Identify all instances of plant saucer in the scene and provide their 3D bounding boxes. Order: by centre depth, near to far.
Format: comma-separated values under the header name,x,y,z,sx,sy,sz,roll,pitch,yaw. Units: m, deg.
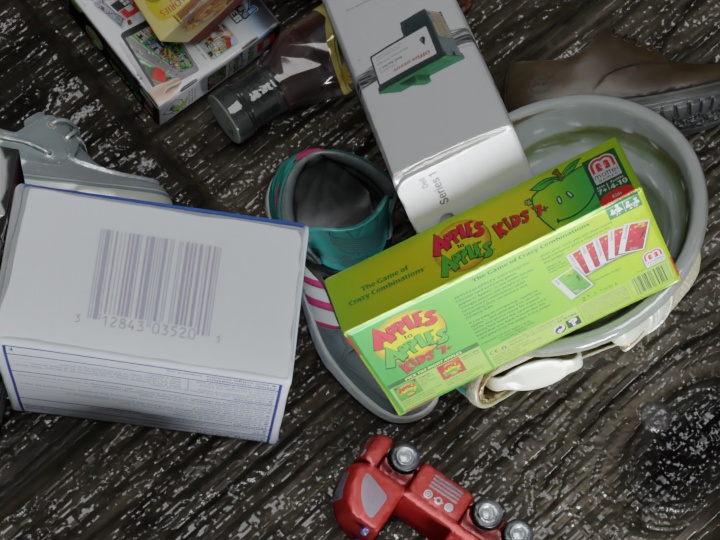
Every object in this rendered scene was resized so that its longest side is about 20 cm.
name,x,y,z,sx,sy,sz,roll,pitch,yaw
plant saucer,0.137,-0.023,1.396,0.199,0.050,0.201,-11,56,17

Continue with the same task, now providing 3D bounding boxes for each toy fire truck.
name,x,y,z,sx,sy,sz,roll,pitch,yaw
toy fire truck,0.053,0.215,1.365,0.199,0.049,0.141,34,66,5

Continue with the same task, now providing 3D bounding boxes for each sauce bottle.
name,x,y,z,sx,sy,sz,roll,pitch,yaw
sauce bottle,-0.014,-0.157,1.475,0.200,0.066,0.066,-36,79,-13

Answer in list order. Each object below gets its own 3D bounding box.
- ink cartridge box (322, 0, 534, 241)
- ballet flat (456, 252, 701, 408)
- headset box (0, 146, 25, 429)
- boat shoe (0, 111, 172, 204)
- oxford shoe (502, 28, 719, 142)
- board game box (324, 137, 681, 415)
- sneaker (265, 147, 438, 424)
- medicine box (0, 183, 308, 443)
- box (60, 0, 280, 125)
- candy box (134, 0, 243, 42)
name,x,y,z,sx,sy,sz,roll,pitch,yaw
ink cartridge box,0.050,-0.101,1.360,0.084,0.146,0.201,-24,51,4
ballet flat,0.153,0.041,1.424,0.199,0.068,0.062,-25,38,-6
headset box,-0.258,0.012,1.327,0.074,0.200,0.150,9,73,-3
boat shoe,-0.223,-0.075,1.425,0.199,0.070,0.072,9,78,1
oxford shoe,0.197,-0.137,1.484,0.199,0.073,0.085,-7,72,-8
board game box,0.090,0.006,1.303,0.199,0.102,0.048,-26,49,6
sneaker,0.000,0.000,1.396,0.083,0.121,0.201,-26,77,-13
medicine box,-0.131,0.033,1.332,0.181,0.200,0.104,8,74,-3
box,-0.160,-0.214,1.492,0.110,0.035,0.200,-35,79,-14
candy box,-0.137,-0.270,1.435,0.115,0.055,0.201,-39,76,27
